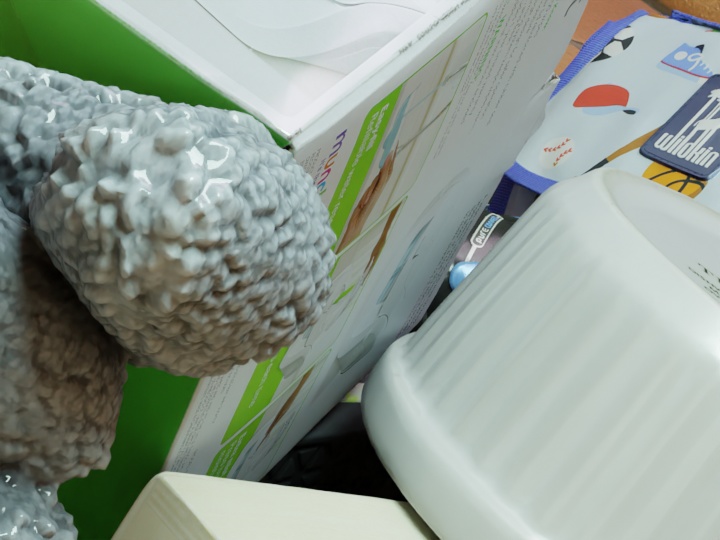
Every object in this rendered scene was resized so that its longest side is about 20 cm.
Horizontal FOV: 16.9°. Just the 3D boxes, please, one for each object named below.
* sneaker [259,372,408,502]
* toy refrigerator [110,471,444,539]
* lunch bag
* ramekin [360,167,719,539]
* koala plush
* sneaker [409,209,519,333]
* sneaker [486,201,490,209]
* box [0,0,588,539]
[{"bbox_3d":[-0.017,0.047,0.801,0.083,0.072,0.200,41,16,31],"label":"sneaker"},{"bbox_3d":[0.011,0.111,0.644,0.070,0.076,0.200,43,17,34],"label":"toy refrigerator"},{"bbox_3d":[0.126,0.013,0.889,0.170,0.201,0.124,25,4,43],"label":"lunch bag"},{"bbox_3d":[0.106,0.053,0.697,0.202,0.094,0.202,31,15,-9],"label":"ramekin"},{"bbox_3d":[-0.130,0.033,0.442,0.183,0.178,0.200,24,13,9],"label":"koala plush"},{"bbox_3d":[0.000,0.000,0.873,0.082,0.071,0.199,15,-7,-21],"label":"sneaker"},{"bbox_3d":[0.127,-0.018,1.310,0.199,0.076,0.077,29,19,-23],"label":"sneaker"},{"bbox_3d":[-0.030,-0.028,0.641,0.097,0.200,0.176,36,46,11],"label":"box"}]
